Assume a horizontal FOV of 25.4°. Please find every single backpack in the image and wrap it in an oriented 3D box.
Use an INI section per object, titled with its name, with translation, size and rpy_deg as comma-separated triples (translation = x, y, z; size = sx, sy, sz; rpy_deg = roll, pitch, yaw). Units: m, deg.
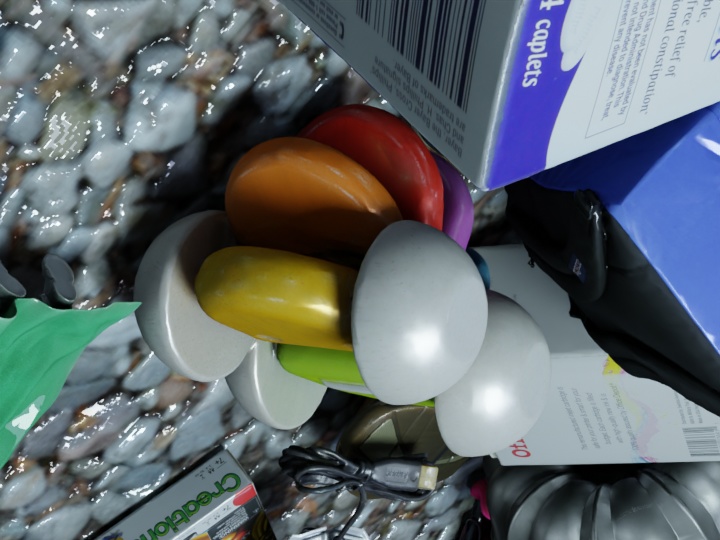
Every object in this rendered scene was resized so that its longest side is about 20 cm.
[backpack]
translation = 0.175, -0.023, 0.791
size = 0.167, 0.200, 0.163
rpy_deg = -37, 102, -9

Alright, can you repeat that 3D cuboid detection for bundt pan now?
[bundt pan]
translation = 0.169, 0.129, 1.050
size = 0.201, 0.202, 0.076
rpy_deg = -37, 134, -8

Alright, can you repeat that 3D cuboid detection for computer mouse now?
[computer mouse]
translation = -0.036, 0.172, 0.945
size = 0.109, 0.044, 0.201
rpy_deg = 2, 131, -40

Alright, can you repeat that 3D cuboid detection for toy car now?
[toy car]
translation = 0.000, 0.000, 0.794
size = 0.200, 0.174, 0.151
rpy_deg = 39, 60, -55

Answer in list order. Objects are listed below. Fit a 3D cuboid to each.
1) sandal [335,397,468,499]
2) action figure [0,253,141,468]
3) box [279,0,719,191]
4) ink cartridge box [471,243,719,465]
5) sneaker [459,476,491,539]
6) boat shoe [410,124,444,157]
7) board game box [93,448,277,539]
[sandal]
translation = 0.031, 0.095, 1.000
size = 0.082, 0.055, 0.200
rpy_deg = -48, 161, 17
[action figure]
translation = -0.200, 0.075, 0.734
size = 0.118, 0.055, 0.200
rpy_deg = 9, 127, -51
[box]
translation = 0.081, -0.148, 0.665
size = 0.199, 0.184, 0.105
rpy_deg = -21, 140, -28
[ink cartridge box]
translation = 0.162, 0.050, 0.956
size = 0.198, 0.088, 0.146
rpy_deg = -6, 148, 17
[sneaker]
translation = 0.101, 0.229, 1.192
size = 0.074, 0.081, 0.201
rpy_deg = -2, 117, -23
[boat shoe]
translation = 0.063, -0.093, 0.814
size = 0.074, 0.063, 0.201
rpy_deg = -44, 150, -3
[board game box]
translation = -0.139, 0.202, 0.948
size = 0.199, 0.035, 0.127
rpy_deg = -34, 146, -13
